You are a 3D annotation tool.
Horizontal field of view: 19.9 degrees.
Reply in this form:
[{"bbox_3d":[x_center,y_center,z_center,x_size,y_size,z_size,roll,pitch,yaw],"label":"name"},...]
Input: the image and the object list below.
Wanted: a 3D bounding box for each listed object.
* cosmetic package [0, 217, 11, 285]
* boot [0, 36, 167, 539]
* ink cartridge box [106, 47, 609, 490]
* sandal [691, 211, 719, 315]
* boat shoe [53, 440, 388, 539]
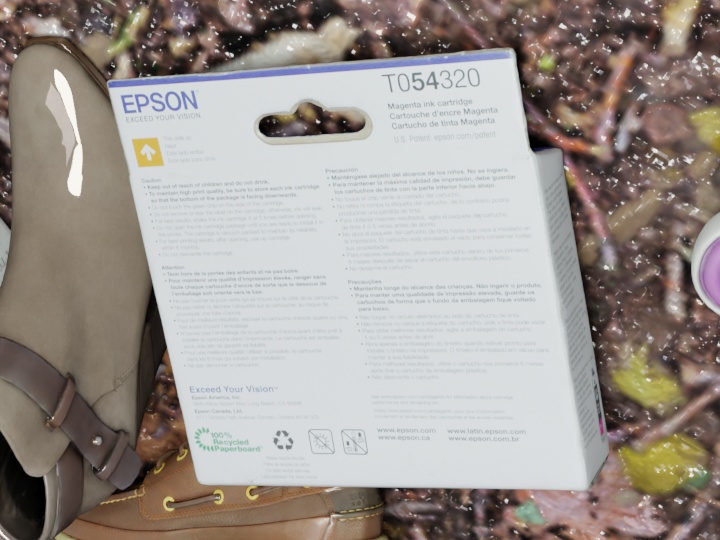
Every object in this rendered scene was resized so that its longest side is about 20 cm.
[{"bbox_3d":[-0.294,-0.001,0.960,0.165,0.168,0.201,-21,115,35],"label":"cosmetic package"},{"bbox_3d":[-0.141,0.018,0.919,0.070,0.147,0.201,0,126,27],"label":"boot"},{"bbox_3d":[0.000,0.000,0.902,0.195,0.043,0.202,-1,111,25],"label":"ink cartridge box"},{"bbox_3d":[0.226,0.038,0.831,0.201,0.050,0.083,20,132,8],"label":"sandal"},{"bbox_3d":[-0.071,0.115,1.027,0.199,0.072,0.068,-1,93,34],"label":"boat shoe"}]
